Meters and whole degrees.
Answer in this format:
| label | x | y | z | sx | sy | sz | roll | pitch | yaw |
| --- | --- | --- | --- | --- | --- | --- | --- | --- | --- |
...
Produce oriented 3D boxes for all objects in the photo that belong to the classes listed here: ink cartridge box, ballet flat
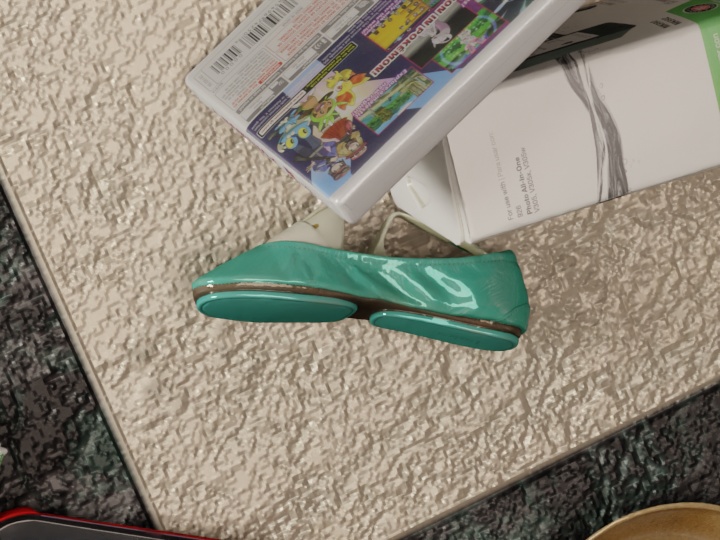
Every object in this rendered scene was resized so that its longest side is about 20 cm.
| label | x | y | z | sx | sy | sz | roll | pitch | yaw |
| --- | --- | --- | --- | --- | --- | --- | --- | --- | --- |
| ink cartridge box | 0.120 | -0.090 | 1.543 | 0.200 | 0.146 | 0.084 | -17 | 105 | -13 |
| ballet flat | 0.000 | 0.000 | 1.577 | 0.200 | 0.067 | 0.071 | 7 | 74 | -17 |

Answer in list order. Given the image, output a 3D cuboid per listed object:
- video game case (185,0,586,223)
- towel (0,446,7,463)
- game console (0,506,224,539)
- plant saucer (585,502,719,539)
| label | x | y | z | sx | sy | sz | roll | pitch | yaw |
| --- | --- | --- | --- | --- | --- | --- | --- | --- | --- |
| video game case | 0.020 | -0.132 | 1.493 | 0.200 | 0.182 | 0.023 | -43 | 128 | -5 |
| towel | -0.304 | 0.148 | 1.532 | 0.149 | 0.031 | 0.200 | 28 | 93 | -16 |
| game console | -0.137 | 0.230 | 1.589 | 0.200 | 0.031 | 0.177 | 11 | 96 | -17 |
| plant saucer | 0.182 | 0.232 | 1.678 | 0.200 | 0.035 | 0.201 | -3 | 101 | -15 |
